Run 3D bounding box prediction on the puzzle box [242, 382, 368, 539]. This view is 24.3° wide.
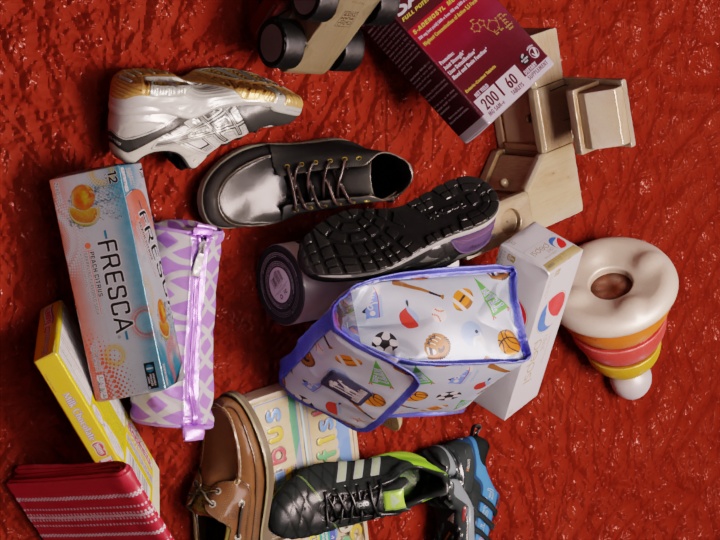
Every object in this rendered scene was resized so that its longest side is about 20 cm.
[{"bbox_3d":[-0.058,0.205,1.672,0.133,0.025,0.200,-17,107,-36],"label":"puzzle box"}]

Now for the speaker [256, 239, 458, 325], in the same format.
[{"bbox_3d":[0.000,0.000,1.654,0.200,0.081,0.081,-10,103,-37],"label":"speaker"}]

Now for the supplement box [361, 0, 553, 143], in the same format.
[{"bbox_3d":[0.082,-0.238,1.645,0.200,0.061,0.109,47,63,-2],"label":"supplement box"}]

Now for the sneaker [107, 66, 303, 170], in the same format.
[{"bbox_3d":[-0.146,-0.136,1.533,0.200,0.076,0.088,-3,114,-36],"label":"sneaker"}]

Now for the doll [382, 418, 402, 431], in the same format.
[{"bbox_3d":[0.084,0.083,1.755,0.200,0.048,0.137,-40,128,-31],"label":"doll"}]

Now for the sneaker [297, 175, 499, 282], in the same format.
[{"bbox_3d":[0.038,-0.016,1.589,0.200,0.076,0.088,-16,147,-13],"label":"sneaker"}]

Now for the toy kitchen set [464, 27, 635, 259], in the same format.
[{"bbox_3d":[0.160,-0.131,1.711,0.180,0.163,0.200,-23,110,-35],"label":"toy kitchen set"}]

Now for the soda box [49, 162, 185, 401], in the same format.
[{"bbox_3d":[-0.211,0.008,1.457,0.064,0.068,0.200,-32,112,-78],"label":"soda box"}]

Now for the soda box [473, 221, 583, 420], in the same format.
[{"bbox_3d":[0.165,0.054,1.734,0.068,0.064,0.200,-32,144,-44],"label":"soda box"}]

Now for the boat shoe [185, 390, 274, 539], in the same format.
[{"bbox_3d":[-0.127,0.217,1.587,0.068,0.072,0.201,-16,106,-38],"label":"boat shoe"}]

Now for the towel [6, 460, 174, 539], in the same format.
[{"bbox_3d":[-0.214,0.248,1.482,0.200,0.144,0.022,64,38,-27],"label":"towel"}]

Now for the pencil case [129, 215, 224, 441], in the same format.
[{"bbox_3d":[-0.164,0.048,1.524,0.084,0.085,0.201,-4,100,-43],"label":"pencil case"}]

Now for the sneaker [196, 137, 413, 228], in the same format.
[{"bbox_3d":[-0.052,-0.086,1.582,0.200,0.106,0.075,-21,109,-35],"label":"sneaker"}]

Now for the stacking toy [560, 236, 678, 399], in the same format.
[{"bbox_3d":[0.293,0.074,1.899,0.146,0.146,0.200,-44,141,-25],"label":"stacking toy"}]

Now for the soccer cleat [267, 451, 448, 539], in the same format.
[{"bbox_3d":[-0.001,0.220,1.651,0.200,0.081,0.068,-13,104,-37],"label":"soccer cleat"}]

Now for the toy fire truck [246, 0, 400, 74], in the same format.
[{"bbox_3d":[-0.060,-0.304,1.538,0.128,0.176,0.200,-3,56,-38],"label":"toy fire truck"}]

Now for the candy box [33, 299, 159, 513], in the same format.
[{"bbox_3d":[-0.230,0.131,1.477,0.026,0.102,0.200,-24,115,2],"label":"candy box"}]

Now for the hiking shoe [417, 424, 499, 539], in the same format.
[{"bbox_3d":[0.121,0.273,1.796,0.087,0.074,0.200,-20,109,-35],"label":"hiking shoe"}]

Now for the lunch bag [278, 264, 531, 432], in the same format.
[{"bbox_3d":[0.036,0.076,1.596,0.200,0.170,0.124,0,66,-23],"label":"lunch bag"}]
